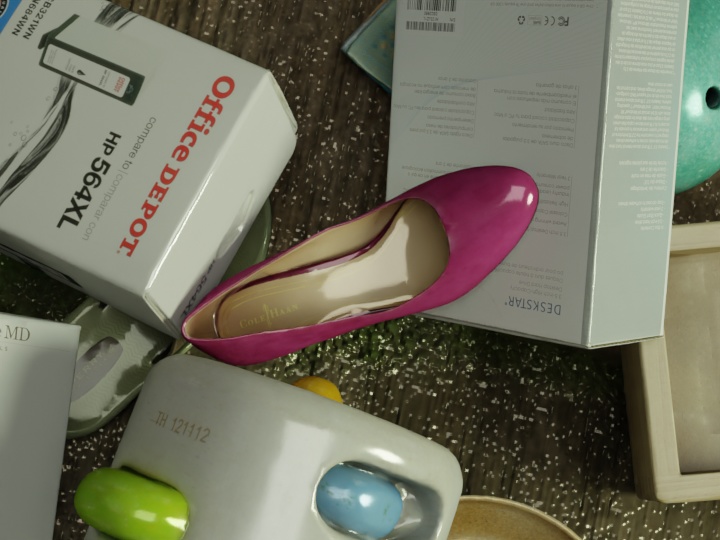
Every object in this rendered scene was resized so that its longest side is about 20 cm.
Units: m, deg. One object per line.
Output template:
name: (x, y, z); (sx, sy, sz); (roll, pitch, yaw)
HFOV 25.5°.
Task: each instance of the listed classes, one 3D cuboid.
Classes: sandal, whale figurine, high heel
sandal: (-0.121, 0.017, 0.939); (0.080, 0.057, 0.201); (38, 80, -2)
whale figurine: (0.203, -0.134, 0.966); (0.200, 0.104, 0.159); (-47, 117, -13)
high heel: (0.000, 0.000, 0.857); (0.200, 0.096, 0.068); (-32, 77, 23)

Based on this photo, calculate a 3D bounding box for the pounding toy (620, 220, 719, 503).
pounding toy: (0.262, 0.066, 0.963); (0.199, 0.142, 0.185); (-5, 83, 2)

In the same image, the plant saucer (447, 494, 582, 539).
plant saucer: (0.064, 0.235, 0.951); (0.199, 0.035, 0.201); (1, 83, -7)

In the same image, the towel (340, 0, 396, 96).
towel: (0.104, -0.159, 1.011); (0.147, 0.022, 0.200); (43, 78, -2)

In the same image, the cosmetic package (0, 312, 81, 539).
cosmetic package: (-0.230, 0.120, 0.875); (0.107, 0.085, 0.201); (11, 85, -47)

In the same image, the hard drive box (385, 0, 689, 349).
hard drive box: (0.095, -0.068, 0.902); (0.077, 0.155, 0.201); (-4, 101, -46)

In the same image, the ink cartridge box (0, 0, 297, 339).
ink cartridge box: (-0.157, -0.073, 0.899); (0.199, 0.084, 0.146); (24, 76, 17)

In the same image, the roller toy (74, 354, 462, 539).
roller toy: (-0.043, 0.125, 0.856); (0.182, 0.200, 0.140); (19, 81, 6)
